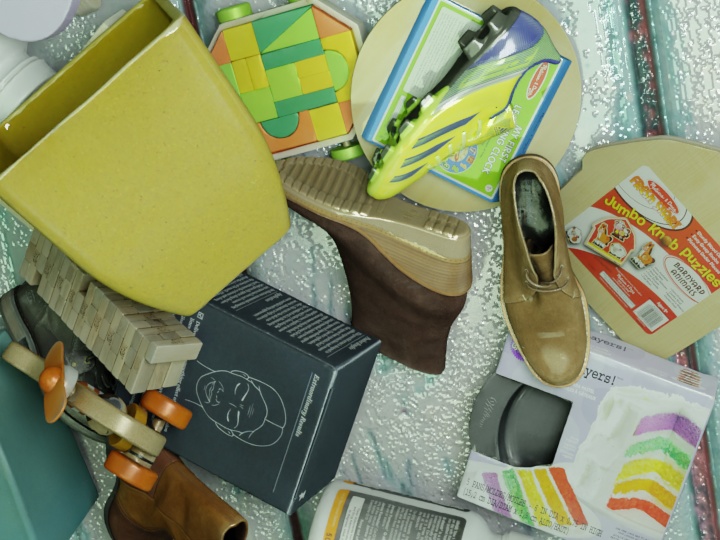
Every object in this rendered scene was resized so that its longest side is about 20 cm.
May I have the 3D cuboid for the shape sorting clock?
[{"bbox_3d":[0.090,-0.148,1.248,0.197,0.039,0.202,1,107,3],"label":"shape sorting clock"}]

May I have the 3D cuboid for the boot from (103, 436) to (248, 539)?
[{"bbox_3d":[-0.158,0.249,1.352,0.200,0.068,0.190,36,131,39],"label":"boot"}]

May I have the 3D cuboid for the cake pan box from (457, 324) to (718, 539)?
[{"bbox_3d":[0.197,0.149,1.303,0.198,0.052,0.186,21,110,11],"label":"cake pan box"}]

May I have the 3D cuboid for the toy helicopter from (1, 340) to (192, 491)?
[{"bbox_3d":[-0.252,0.107,1.269,0.199,0.132,0.079,25,82,36],"label":"toy helicopter"}]

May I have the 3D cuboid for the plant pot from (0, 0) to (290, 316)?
[{"bbox_3d":[-0.166,-0.082,1.197,0.195,0.194,0.200,-41,112,0],"label":"plant pot"}]

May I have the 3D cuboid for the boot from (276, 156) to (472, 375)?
[{"bbox_3d":[0.000,0.000,1.292,0.198,0.072,0.168,23,131,13],"label":"boot"}]

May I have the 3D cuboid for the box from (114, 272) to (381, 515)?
[{"bbox_3d":[-0.105,0.098,1.321,0.199,0.107,0.150,26,110,17],"label":"box"}]

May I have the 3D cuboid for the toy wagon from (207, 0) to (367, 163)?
[{"bbox_3d":[-0.083,-0.161,1.294,0.198,0.040,0.157,-13,102,16],"label":"toy wagon"}]

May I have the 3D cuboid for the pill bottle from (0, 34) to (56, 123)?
[{"bbox_3d":[-0.373,-0.210,1.314,0.200,0.109,0.109,41,111,0],"label":"pill bottle"}]

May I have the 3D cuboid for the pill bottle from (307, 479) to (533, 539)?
[{"bbox_3d":[0.054,0.269,1.343,0.198,0.116,0.118,12,108,11],"label":"pill bottle"}]

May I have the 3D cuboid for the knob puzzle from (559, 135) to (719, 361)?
[{"bbox_3d":[0.263,-0.035,1.239,0.217,0.030,0.222,11,121,19],"label":"knob puzzle"}]

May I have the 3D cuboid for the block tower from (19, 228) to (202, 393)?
[{"bbox_3d":[-0.224,0.030,1.279,0.200,0.054,0.058,40,118,32],"label":"block tower"}]

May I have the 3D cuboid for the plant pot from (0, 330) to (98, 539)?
[{"bbox_3d":[-0.362,0.169,1.392,0.140,0.142,0.202,-8,109,15],"label":"plant pot"}]

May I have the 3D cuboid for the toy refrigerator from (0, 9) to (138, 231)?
[{"bbox_3d":[-0.253,-0.134,1.330,0.076,0.070,0.200,39,111,-8],"label":"toy refrigerator"}]

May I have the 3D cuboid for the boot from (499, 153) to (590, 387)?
[{"bbox_3d":[0.150,0.007,1.220,0.073,0.075,0.202,-10,100,7],"label":"boot"}]

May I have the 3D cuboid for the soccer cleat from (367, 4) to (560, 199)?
[{"bbox_3d":[0.083,-0.125,1.202,0.083,0.065,0.200,37,106,-15],"label":"soccer cleat"}]

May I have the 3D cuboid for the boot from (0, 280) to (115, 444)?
[{"bbox_3d":[-0.237,0.044,1.371,0.174,0.069,0.201,-36,88,20],"label":"boot"}]

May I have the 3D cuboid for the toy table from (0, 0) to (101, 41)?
[{"bbox_3d":[-0.291,-0.303,1.264,0.182,0.117,0.202,-8,103,16],"label":"toy table"}]
